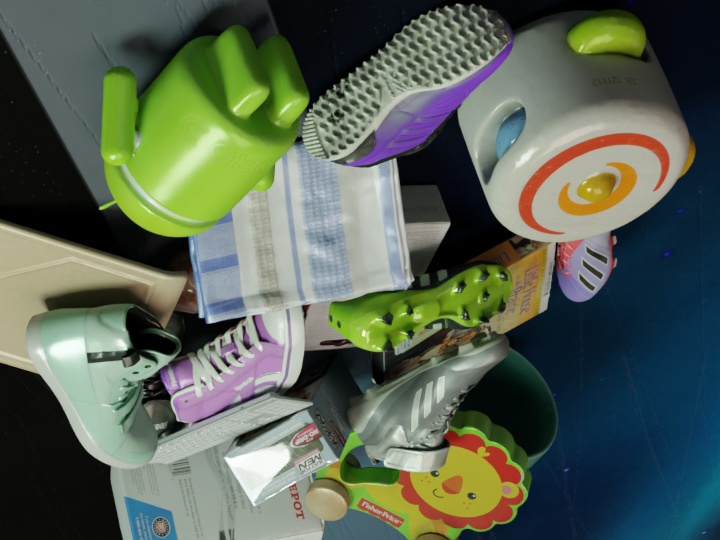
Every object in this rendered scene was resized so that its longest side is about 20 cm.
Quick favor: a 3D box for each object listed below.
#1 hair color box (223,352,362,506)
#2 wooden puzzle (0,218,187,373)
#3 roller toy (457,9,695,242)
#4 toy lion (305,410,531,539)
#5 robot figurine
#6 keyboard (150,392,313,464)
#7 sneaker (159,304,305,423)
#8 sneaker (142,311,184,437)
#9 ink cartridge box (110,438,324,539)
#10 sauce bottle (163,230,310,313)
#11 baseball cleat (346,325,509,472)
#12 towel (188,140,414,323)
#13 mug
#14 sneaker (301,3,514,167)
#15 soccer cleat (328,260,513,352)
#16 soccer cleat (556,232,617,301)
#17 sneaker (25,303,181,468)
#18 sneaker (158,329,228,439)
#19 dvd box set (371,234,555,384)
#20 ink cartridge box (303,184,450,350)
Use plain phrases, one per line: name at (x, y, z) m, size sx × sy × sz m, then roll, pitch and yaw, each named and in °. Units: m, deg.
hair color box at (-0.063, 0.155, 1.827) m, size 0.099 × 0.061 × 0.200 m, roll -30°, pitch -172°, yaw 13°
wooden puzzle at (-0.272, 0.031, 1.646) m, size 0.198 × 0.037 × 0.185 m, roll 14°, pitch 138°, yaw -15°
roller toy at (0.186, -0.117, 1.590) m, size 0.181 × 0.141 × 0.200 m, roll -25°, pitch 147°, yaw 11°
toy lion at (0.065, 0.207, 1.866) m, size 0.199 × 0.069 × 0.192 m, roll 27°, pitch 128°, yaw -4°
robot figurine at (-0.128, -0.106, 1.474) m, size 0.175 × 0.116 × 0.200 m, roll 5°, pitch 141°, yaw -45°
keyboard at (-0.134, 0.153, 1.748) m, size 0.199 × 0.011 × 0.056 m, roll -25°, pitch 151°, yaw 35°
sneaker at (-0.122, 0.085, 1.697) m, size 0.113 × 0.073 × 0.201 m, roll 0°, pitch 142°, yaw -23°
sneaker at (-0.205, 0.115, 1.781) m, size 0.066 × 0.091 × 0.201 m, roll -2°, pitch 143°, yaw -25°
ink cartridge box at (-0.154, 0.245, 1.941) m, size 0.198 × 0.147 × 0.086 m, roll -7°, pitch 147°, yaw -16°
sauce bottle at (-0.128, -0.002, 1.676) m, size 0.198 × 0.066 × 0.066 m, roll -19°, pitch 147°, yaw 12°
baseball cleat at (0.079, 0.130, 1.766) m, size 0.199 × 0.107 × 0.070 m, roll -28°, pitch 178°, yaw 38°
towel at (-0.054, -0.038, 1.610) m, size 0.198 × 0.024 × 0.148 m, roll -10°, pitch 102°, yaw -16°
mug at (0.104, 0.155, 1.948) m, size 0.184 × 0.153 × 0.115 m, roll 31°, pitch 134°, yaw -8°
sneaker at (0.052, -0.150, 1.552) m, size 0.199 × 0.070 × 0.099 m, roll -30°, pitch 153°, yaw 21°
soccer cleat at (0.058, 0.025, 1.708) m, size 0.199 × 0.081 × 0.068 m, roll -15°, pitch 118°, yaw -39°
soccer cleat at (0.214, -0.041, 1.773) m, size 0.076 × 0.067 × 0.201 m, roll -23°, pitch 147°, yaw -30°
sneaker at (-0.203, 0.107, 1.643) m, size 0.117 × 0.074 × 0.201 m, roll -10°, pitch 136°, yaw 21°
sneaker at (-0.153, 0.137, 1.859) m, size 0.200 × 0.071 × 0.080 m, roll -39°, pitch 144°, yaw 28°
dvd box set at (0.101, 0.042, 1.825) m, size 0.199 × 0.029 × 0.147 m, roll -28°, pitch 154°, yaw -14°
ink cartridge box at (0.000, 0.000, 1.752) m, size 0.108 × 0.051 × 0.201 m, roll -3°, pitch 145°, yaw -24°
